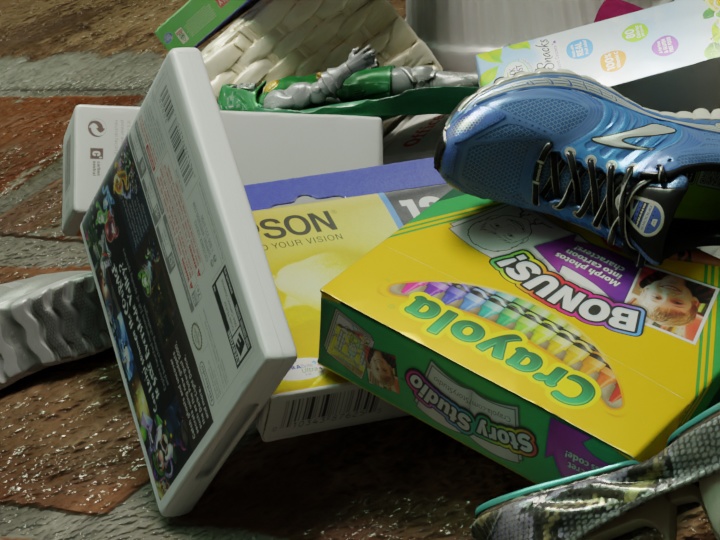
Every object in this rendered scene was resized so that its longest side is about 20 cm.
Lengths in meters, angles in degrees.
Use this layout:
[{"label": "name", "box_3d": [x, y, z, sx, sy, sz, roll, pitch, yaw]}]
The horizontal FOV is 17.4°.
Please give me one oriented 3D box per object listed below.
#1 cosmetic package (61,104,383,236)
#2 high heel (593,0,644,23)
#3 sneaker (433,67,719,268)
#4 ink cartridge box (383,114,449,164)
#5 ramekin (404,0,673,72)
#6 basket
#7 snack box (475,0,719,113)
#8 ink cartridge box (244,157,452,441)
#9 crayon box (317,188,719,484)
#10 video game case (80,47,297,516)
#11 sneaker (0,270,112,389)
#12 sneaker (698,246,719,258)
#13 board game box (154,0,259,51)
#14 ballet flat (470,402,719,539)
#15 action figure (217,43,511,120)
[{"label": "cosmetic package", "box_3d": [-0.091, -0.060, 1.527, 0.198, 0.072, 0.101, 1, -8, -11]}, {"label": "high heel", "box_3d": [0.241, -0.118, 1.492, 0.199, 0.068, 0.097, 17, 49, -17]}, {"label": "sneaker", "box_3d": [0.139, -0.053, 1.269, 0.198, 0.079, 0.089, 6, 29, -7]}, {"label": "ink cartridge box", "box_3d": [0.125, -0.076, 1.587, 0.199, 0.085, 0.146, -4, 24, 29]}, {"label": "ramekin", "box_3d": [0.124, -0.217, 1.698, 0.201, 0.095, 0.203, -8, 21, 3]}, {"label": "basket", "box_3d": [-0.054, -0.118, 1.658, 0.200, 0.136, 0.123, -42, 1, -15]}, {"label": "snack box", "box_3d": [0.185, -0.075, 1.409, 0.199, 0.169, 0.068, -14, 43, 9]}, {"label": "ink cartridge box", "box_3d": [0.000, 0.000, 1.363, 0.196, 0.047, 0.201, -9, 50, -23]}, {"label": "crayon box", "box_3d": [0.105, 0.032, 1.267, 0.199, 0.059, 0.172, 27, 41, 26]}, {"label": "video game case", "box_3d": [-0.101, 0.009, 1.321, 0.023, 0.201, 0.182, -4, -30, -28]}, {"label": "sneaker", "box_3d": [-0.248, 0.046, 1.627, 0.198, 0.075, 0.082, -10, 7, 3]}, {"label": "sneaker", "box_3d": [0.238, -0.005, 1.344, 0.199, 0.076, 0.092, -10, 30, 28]}, {"label": "board game box", "box_3d": [-0.049, -0.224, 1.636, 0.134, 0.029, 0.200, -41, 6, -35]}, {"label": "ballet flat", "box_3d": [0.151, 0.111, 1.120, 0.199, 0.072, 0.072, -25, 19, 14]}, {"label": "action figure", "box_3d": [0.003, -0.119, 1.554, 0.198, 0.055, 0.118, -6, 2, 5]}]
